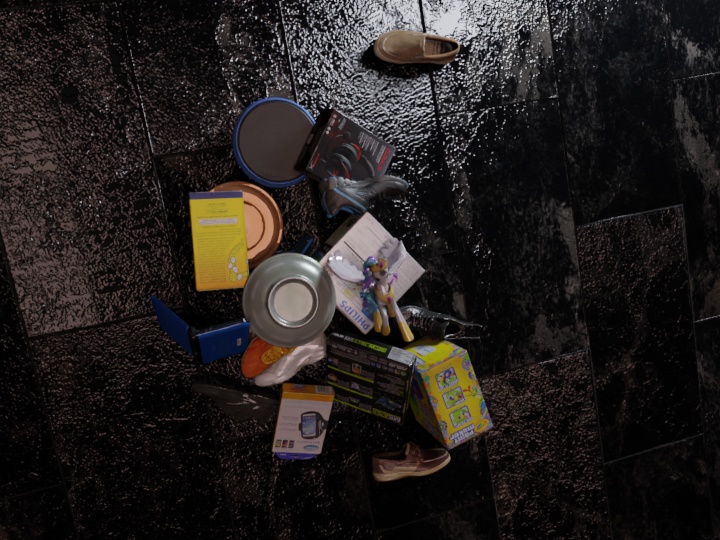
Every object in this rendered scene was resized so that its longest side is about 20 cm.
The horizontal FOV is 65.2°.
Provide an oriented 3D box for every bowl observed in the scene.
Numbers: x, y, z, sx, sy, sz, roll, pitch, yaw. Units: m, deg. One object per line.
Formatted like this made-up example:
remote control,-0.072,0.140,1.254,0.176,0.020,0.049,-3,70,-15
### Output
bowl,-0.185,-0.287,1.262,0.200,0.039,0.201,-1,96,-13

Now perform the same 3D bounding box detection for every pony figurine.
pony figurine,0.038,0.029,1.157,0.166,0.193,0.200,-20,119,-8

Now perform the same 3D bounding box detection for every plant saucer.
plant saucer,-0.274,-0.100,1.264,0.200,0.032,0.201,-1,95,-12
plant saucer,-0.142,0.063,1.165,0.200,0.050,0.201,-1,92,-17

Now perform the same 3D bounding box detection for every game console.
game console,-0.333,0.115,1.186,0.170,0.200,0.119,-15,71,-19

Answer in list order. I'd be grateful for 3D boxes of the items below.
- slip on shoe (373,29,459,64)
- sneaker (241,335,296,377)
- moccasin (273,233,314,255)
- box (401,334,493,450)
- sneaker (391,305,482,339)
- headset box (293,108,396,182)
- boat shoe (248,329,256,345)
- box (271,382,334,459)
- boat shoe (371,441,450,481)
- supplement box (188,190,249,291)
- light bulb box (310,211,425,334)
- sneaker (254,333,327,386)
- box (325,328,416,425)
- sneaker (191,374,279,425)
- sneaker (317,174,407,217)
slip on shoe,0.132,-0.516,1.301,0.200,0.061,0.076,4,95,-13
sneaker,-0.183,0.161,1.227,0.200,0.077,0.073,-43,113,1
moccasin,-0.181,-0.009,1.263,0.068,0.080,0.200,33,73,6
box,0.186,0.275,1.318,0.122,0.200,0.193,-23,100,-13
sneaker,0.181,0.128,1.353,0.199,0.104,0.060,10,93,-14
headset box,-0.025,-0.247,1.264,0.200,0.075,0.149,27,89,-30
boat shoe,-0.183,0.105,1.290,0.201,0.072,0.066,-30,110,-6
box,-0.138,0.355,1.312,0.119,0.042,0.200,7,117,-13
boat shoe,0.124,0.462,1.393,0.200,0.072,0.072,-9,99,-6
supplement box,-0.297,-0.066,1.191,0.109,0.109,0.201,-4,98,-12
light bulb box,0.000,0.000,1.289,0.200,0.125,0.198,-46,104,-4
sneaker,-0.166,0.192,1.304,0.200,0.078,0.100,-30,92,-15
box,0.018,0.240,1.268,0.200,0.048,0.193,15,129,17
sneaker,-0.291,0.299,1.281,0.200,0.076,0.091,20,97,-12
sneaker,0.008,-0.158,1.212,0.200,0.073,0.082,-7,85,-16
